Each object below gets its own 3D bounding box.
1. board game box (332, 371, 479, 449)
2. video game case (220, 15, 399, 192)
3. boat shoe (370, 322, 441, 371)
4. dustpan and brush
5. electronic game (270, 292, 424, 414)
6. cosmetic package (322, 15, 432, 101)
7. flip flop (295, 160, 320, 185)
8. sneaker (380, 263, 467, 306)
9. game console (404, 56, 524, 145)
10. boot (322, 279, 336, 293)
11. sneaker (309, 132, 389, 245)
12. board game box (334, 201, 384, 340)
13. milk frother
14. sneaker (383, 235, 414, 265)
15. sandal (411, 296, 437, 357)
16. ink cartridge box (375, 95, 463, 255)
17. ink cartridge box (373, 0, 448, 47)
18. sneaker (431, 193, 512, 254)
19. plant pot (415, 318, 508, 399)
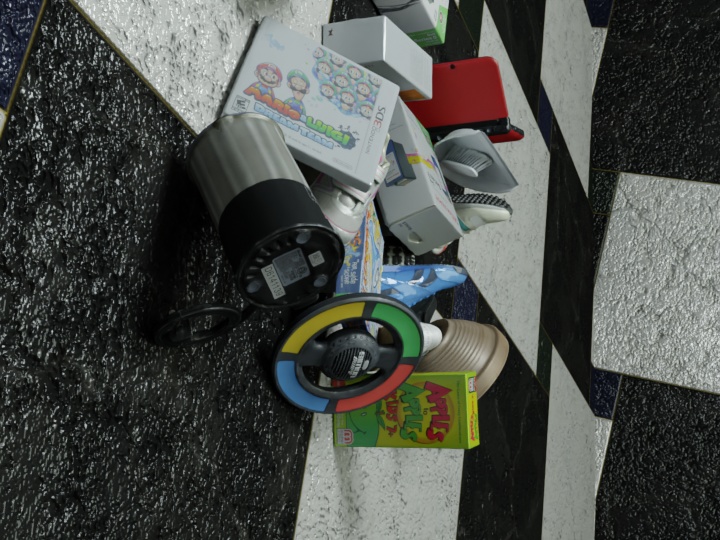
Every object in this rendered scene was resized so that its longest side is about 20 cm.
[{"bbox_3d":[0.061,0.194,1.414,0.048,0.200,0.102,4,83,-66],"label":"board game box"},{"bbox_3d":[-0.057,-0.209,1.261,0.200,0.024,0.182,25,53,-13],"label":"video game case"},{"bbox_3d":[0.049,0.105,1.426,0.069,0.200,0.071,-2,86,-25],"label":"boat shoe"},{"bbox_3d":[0.147,-0.177,1.671,0.057,0.200,0.140,-52,128,-14],"label":"dustpan and brush"},{"bbox_3d":[-0.015,0.107,1.279,0.042,0.200,0.200,-114,178,-48],"label":"electronic game"},{"bbox_3d":[0.030,-0.313,1.535,0.200,0.101,0.071,17,72,-64],"label":"cosmetic package"},{"bbox_3d":[-0.065,-0.214,1.356,0.081,0.057,0.200,-23,108,-65],"label":"flip flop"},{"bbox_3d":[0.067,0.029,1.512,0.200,0.066,0.079,-3,86,-22],"label":"sneaker"},{"bbox_3d":[0.158,-0.274,1.699,0.172,0.200,0.119,-1,88,-67],"label":"game console"},{"bbox_3d":[-0.067,-0.044,1.331,0.200,0.073,0.096,52,34,-65],"label":"boot"},{"bbox_3d":[-0.013,-0.120,1.300,0.081,0.088,0.200,29,48,-21],"label":"sneaker"},{"bbox_3d":[0.000,0.000,1.371,0.135,0.034,0.200,73,17,-53],"label":"board game box"},{"bbox_3d":[-0.144,-0.034,1.081,0.181,0.200,0.188,96,-27,-46],"label":"milk frother"},{"bbox_3d":[0.039,0.042,1.582,0.089,0.077,0.200,111,-13,-66],"label":"sneaker"},{"bbox_3d":[0.075,0.088,1.634,0.048,0.075,0.201,62,23,-24],"label":"sandal"},{"bbox_3d":[0.073,-0.142,1.557,0.145,0.087,0.200,38,34,-61],"label":"ink cartridge box"},{"bbox_3d":[0.077,-0.489,1.687,0.200,0.084,0.146,48,44,-55],"label":"ink cartridge box"},{"bbox_3d":[0.152,-0.075,1.672,0.070,0.199,0.094,-46,135,-67],"label":"sneaker"},{"bbox_3d":[0.132,0.145,1.637,0.093,0.201,0.201,46,39,-17],"label":"plant pot"}]
